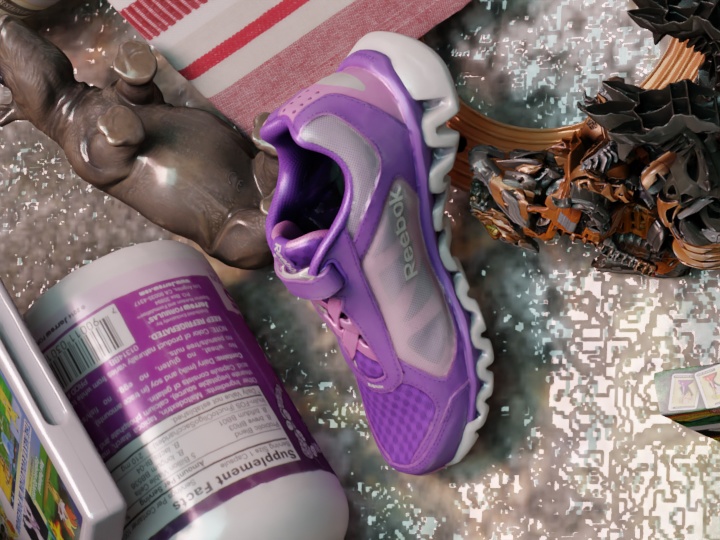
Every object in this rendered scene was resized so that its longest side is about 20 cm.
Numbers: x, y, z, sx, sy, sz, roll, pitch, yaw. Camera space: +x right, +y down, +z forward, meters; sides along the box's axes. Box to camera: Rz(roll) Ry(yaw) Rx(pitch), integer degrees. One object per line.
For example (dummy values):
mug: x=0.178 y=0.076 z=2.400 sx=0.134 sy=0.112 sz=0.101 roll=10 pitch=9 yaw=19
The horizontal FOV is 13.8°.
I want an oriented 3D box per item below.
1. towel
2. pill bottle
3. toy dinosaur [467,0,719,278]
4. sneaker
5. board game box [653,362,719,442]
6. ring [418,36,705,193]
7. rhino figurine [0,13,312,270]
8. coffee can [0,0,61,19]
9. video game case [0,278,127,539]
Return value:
towel: x=-0.058 y=-0.158 z=1.344 sx=0.144 sy=0.200 sz=0.023 roll=-32 pitch=30 yaw=24
pill bottle: x=-0.074 y=0.095 z=1.356 sx=0.112 sy=0.112 sz=0.201 roll=-36 pitch=70 yaw=14
toy dinosaur: x=0.145 y=-0.049 z=1.292 sx=0.199 sy=0.136 sz=0.103 roll=-11 pitch=43 yaw=1
sneaker: x=0.000 y=0.000 z=1.319 sx=0.080 sy=0.088 sz=0.202 roll=10 pitch=115 yaw=47
board game box: x=0.232 y=0.045 z=1.236 sx=0.199 sy=0.105 sz=0.024 roll=-9 pitch=74 yaw=22
ring: x=0.089 y=-0.128 z=1.373 sx=0.199 sy=0.019 sz=0.202 roll=-4 pitch=80 yaw=22
rhino figurine: x=-0.107 y=-0.064 z=1.393 sx=0.199 sy=0.088 sz=0.060 roll=29 pitch=68 yaw=7
coffee can: x=-0.171 y=-0.195 z=1.426 sx=0.199 sy=0.146 sz=0.147 roll=-22 pitch=74 yaw=19
video game case: x=-0.162 y=0.075 z=1.364 sx=0.022 sy=0.200 sz=0.183 roll=-24 pitch=69 yaw=-20
